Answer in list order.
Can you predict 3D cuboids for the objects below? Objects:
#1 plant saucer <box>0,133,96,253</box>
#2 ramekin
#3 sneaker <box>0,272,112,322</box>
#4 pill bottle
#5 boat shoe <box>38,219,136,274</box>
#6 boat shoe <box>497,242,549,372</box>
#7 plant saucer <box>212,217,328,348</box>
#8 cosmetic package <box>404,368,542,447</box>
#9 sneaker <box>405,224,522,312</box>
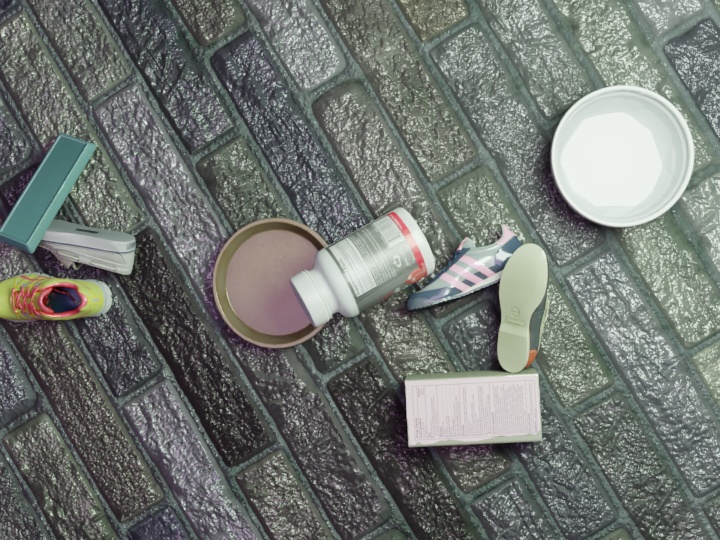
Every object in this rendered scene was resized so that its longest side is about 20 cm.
[{"bbox_3d":[-0.483,-0.124,1.558,0.070,0.019,0.201,19,70,18],"label":"plant saucer"},{"bbox_3d":[0.374,-0.162,1.477,0.199,0.105,0.202,0,91,6],"label":"ramekin"},{"bbox_3d":[-0.493,0.042,1.569,0.198,0.090,0.079,-5,92,7],"label":"sneaker"},{"bbox_3d":[0.000,0.000,1.492,0.199,0.111,0.111,-29,88,-8],"label":"pill bottle"},{"bbox_3d":[-0.444,-0.035,1.577,0.199,0.072,0.066,9,107,6],"label":"boat shoe"},{"bbox_3d":[0.244,0.051,1.486,0.071,0.062,0.201,18,114,32],"label":"boat shoe"},{"bbox_3d":[-0.129,0.019,1.566,0.199,0.029,0.202,0,91,6],"label":"plant saucer"},{"bbox_3d":[0.168,0.205,1.519,0.198,0.073,0.104,-2,91,6],"label":"cosmetic package"},{"bbox_3d":[0.151,-0.001,1.524,0.199,0.070,0.082,-23,84,-1],"label":"sneaker"}]
